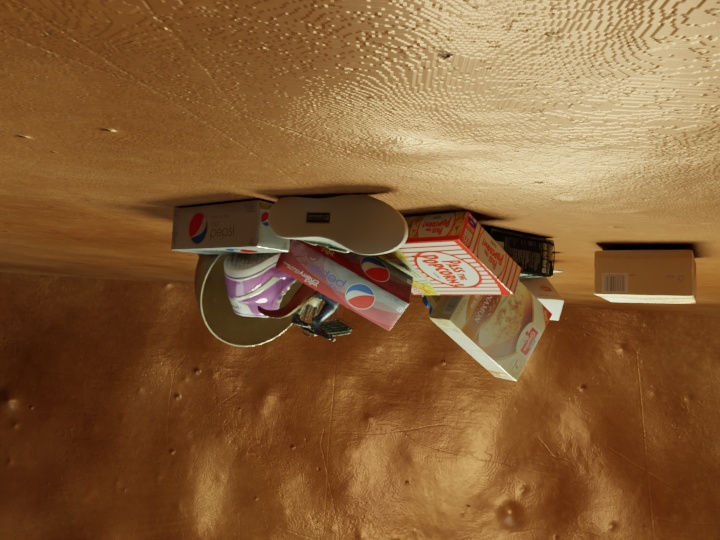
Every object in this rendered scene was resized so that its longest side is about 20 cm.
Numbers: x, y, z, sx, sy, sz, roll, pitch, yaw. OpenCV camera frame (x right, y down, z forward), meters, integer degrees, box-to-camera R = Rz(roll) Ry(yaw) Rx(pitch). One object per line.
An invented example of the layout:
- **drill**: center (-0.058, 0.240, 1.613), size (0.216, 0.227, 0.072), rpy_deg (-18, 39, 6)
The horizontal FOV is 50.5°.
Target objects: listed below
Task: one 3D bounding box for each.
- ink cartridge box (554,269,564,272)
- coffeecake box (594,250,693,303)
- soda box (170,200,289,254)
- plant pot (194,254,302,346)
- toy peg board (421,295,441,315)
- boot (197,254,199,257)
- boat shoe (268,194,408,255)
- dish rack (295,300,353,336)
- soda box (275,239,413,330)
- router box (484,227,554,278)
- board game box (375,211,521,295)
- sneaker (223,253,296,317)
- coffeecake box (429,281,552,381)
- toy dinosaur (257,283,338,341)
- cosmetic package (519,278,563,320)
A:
- **ink cartridge box**: center (0.299, -0.012, 1.481), size (0.092, 0.038, 0.199), rpy_deg (6, 177, -21)
- **coffeecake box**: center (0.491, 0.013, 1.305), size (0.150, 0.075, 0.199), rpy_deg (0, 175, 26)
- **soda box**: center (-0.190, -0.060, 1.102), size (0.196, 0.066, 0.067), rpy_deg (0, 175, 41)
- **plant pot**: center (-0.197, 0.004, 1.284), size (0.196, 0.205, 0.134), rpy_deg (7, -159, -36)
- **toy peg board**: center (0.217, 0.075, 1.658), size (0.193, 0.100, 0.201), rpy_deg (4, -155, -15)
- **boot**: center (-0.214, -0.023, 1.513), size (0.196, 0.079, 0.153), rpy_deg (-2, -175, -38)
- **boat shoe**: center (-0.022, -0.060, 0.977), size (0.195, 0.073, 0.063), rpy_deg (11, 178, 27)
- **dish rack**: center (-0.110, 0.071, 1.502), size (0.197, 0.056, 0.152), rpy_deg (27, -164, 30)
- **soda box**: center (-0.021, 0.003, 1.118), size (0.197, 0.064, 0.071), rpy_deg (29, -144, -8)
- **router box**: center (0.197, -0.022, 1.258), size (0.147, 0.064, 0.198), rpy_deg (6, 174, -35)
- **board game box**: center (0.113, -0.021, 1.116), size (0.197, 0.047, 0.151), rpy_deg (-2, 148, 46)
- **sneaker**: center (-0.123, 0.004, 1.199), size (0.197, 0.117, 0.072), rpy_deg (-23, -143, -28)
- **coffeecake box**: center (0.249, 0.086, 1.445), size (0.199, 0.155, 0.073), rpy_deg (40, 163, -23)
- **toy dinosaur**: center (-0.037, 0.010, 1.178), size (0.103, 0.186, 0.199), rpy_deg (21, 179, 33)
- **cosmetic package**: center (0.304, 0.040, 1.591), size (0.194, 0.053, 0.152), rpy_deg (5, -153, -11)
